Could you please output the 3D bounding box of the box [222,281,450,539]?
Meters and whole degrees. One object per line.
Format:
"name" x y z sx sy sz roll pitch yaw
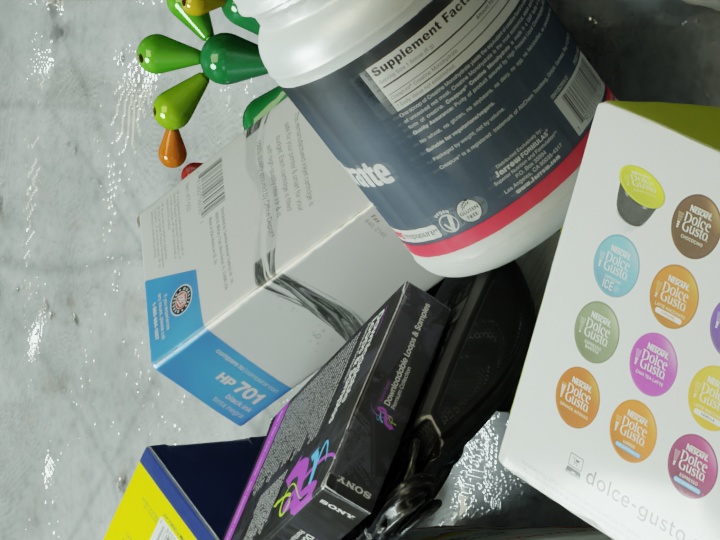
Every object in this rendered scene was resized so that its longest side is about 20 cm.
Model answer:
"box" -0.024 0.109 1.279 0.200 0.036 0.143 -49 14 54

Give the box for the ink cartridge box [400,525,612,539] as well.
"ink cartridge box" 0.073 0.223 1.311 0.200 0.145 0.145 -6 85 48

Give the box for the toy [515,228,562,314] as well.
"toy" 0.116 -0.067 1.318 0.115 0.047 0.200 -61 28 27

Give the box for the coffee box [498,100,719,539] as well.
"coffee box" 0.222 0.041 1.102 0.199 0.199 0.199 30 112 43

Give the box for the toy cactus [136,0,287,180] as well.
"toy cactus" -0.065 -0.139 1.494 0.164 0.102 0.201 4 118 14

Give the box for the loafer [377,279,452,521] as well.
"loafer" 0.036 0.056 1.348 0.068 0.070 0.201 14 70 18

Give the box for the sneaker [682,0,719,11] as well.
"sneaker" 0.142 -0.229 1.253 0.074 0.115 0.200 -52 53 37

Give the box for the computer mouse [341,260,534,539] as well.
"computer mouse" 0.050 0.076 1.257 0.201 0.053 0.138 -65 10 -24

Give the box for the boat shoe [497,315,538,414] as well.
"boat shoe" 0.144 0.036 1.292 0.063 0.071 0.200 43 130 -9

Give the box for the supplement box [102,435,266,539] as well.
"supplement box" -0.113 0.225 1.545 0.110 0.109 0.200 48 124 36

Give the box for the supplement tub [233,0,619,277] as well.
"supplement tub" 0.036 -0.110 1.193 0.140 0.140 0.200 -18 117 46

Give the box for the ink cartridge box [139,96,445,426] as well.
"ink cartridge box" -0.034 -0.025 1.371 0.200 0.086 0.147 -35 38 21
